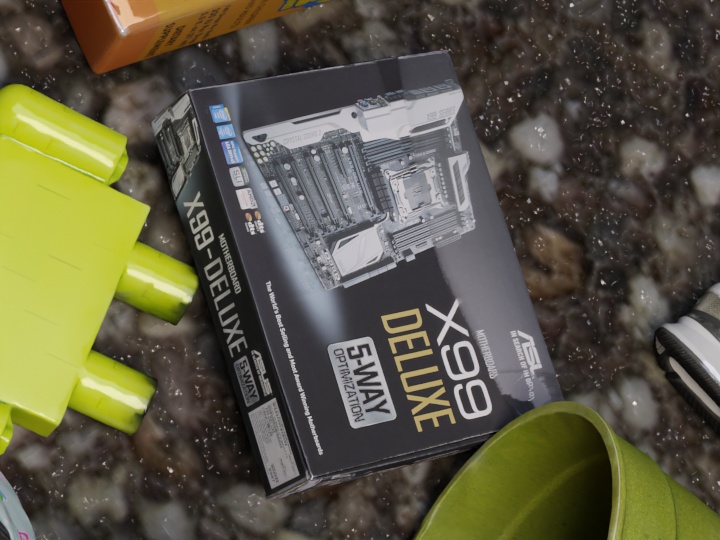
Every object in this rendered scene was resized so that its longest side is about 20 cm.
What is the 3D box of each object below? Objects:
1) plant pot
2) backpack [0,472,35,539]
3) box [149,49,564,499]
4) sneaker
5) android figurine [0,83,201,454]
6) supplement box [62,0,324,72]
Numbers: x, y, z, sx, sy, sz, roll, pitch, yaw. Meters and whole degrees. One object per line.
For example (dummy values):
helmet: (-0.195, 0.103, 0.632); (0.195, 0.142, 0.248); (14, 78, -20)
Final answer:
plant pot: (0.134, 0.194, 1.405); (0.193, 0.200, 0.201); (29, 67, -22)
backpack: (-0.237, 0.106, 1.321); (0.200, 0.127, 0.167); (35, 97, -1)
box: (0.000, 0.000, 1.463); (0.157, 0.050, 0.200); (-11, 78, -32)
sneaker: (0.255, 0.074, 1.519); (0.115, 0.076, 0.201); (-40, 87, -13)
android figurine: (-0.181, -0.002, 1.425); (0.200, 0.041, 0.182); (27, 68, -11)
supplement box: (-0.050, -0.165, 1.492); (0.200, 0.067, 0.069); (-22, 82, -22)
